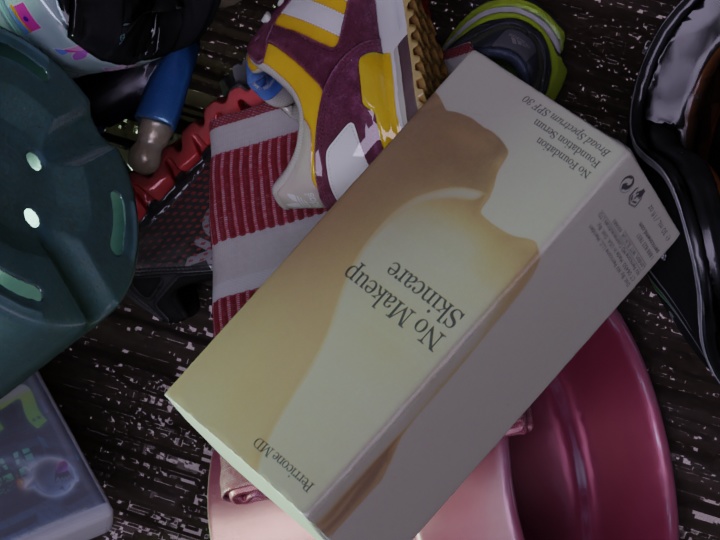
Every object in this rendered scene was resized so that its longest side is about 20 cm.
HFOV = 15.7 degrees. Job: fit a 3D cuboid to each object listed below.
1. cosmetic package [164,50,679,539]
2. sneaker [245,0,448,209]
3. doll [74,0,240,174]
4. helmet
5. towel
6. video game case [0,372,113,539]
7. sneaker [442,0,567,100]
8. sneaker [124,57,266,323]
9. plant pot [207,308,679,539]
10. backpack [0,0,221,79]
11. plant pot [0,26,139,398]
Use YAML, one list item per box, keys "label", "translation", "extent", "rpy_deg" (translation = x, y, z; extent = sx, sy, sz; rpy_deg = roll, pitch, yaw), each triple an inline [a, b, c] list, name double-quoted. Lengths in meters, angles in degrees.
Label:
- label: "cosmetic package"
  translation: [0.026, 0.018, 1.092]
  extent: [0.200, 0.071, 0.105]
  rpy_deg: [-49, 52, -8]
- label: "sneaker"
  translation: [-0.014, -0.121, 1.191]
  extent: [0.090, 0.075, 0.201]
  rpy_deg: [-15, 56, 13]
- label: "doll"
  translation: [-0.130, -0.097, 1.274]
  extent: [0.200, 0.048, 0.137]
  rpy_deg: [-36, 53, 9]
- label: "helmet"
  translation: [0.210, -0.042, 1.181]
  extent: [0.199, 0.191, 0.201]
  rpy_deg: [-2, 132, -3]
- label: "towel"
  translation: [0.000, 0.000, 1.175]
  extent: [0.143, 0.023, 0.201]
  rpy_deg: [-15, 57, 16]
- label: "video game case"
  translation: [-0.247, 0.086, 1.270]
  extent: [0.199, 0.023, 0.182]
  rpy_deg: [-21, 62, -22]
- label: "sneaker"
  translation: [0.025, -0.045, 1.267]
  extent: [0.074, 0.081, 0.201]
  rpy_deg: [33, 103, 3]
- label: "sneaker"
  translation: [-0.051, -0.047, 1.285]
  extent: [0.200, 0.071, 0.098]
  rpy_deg: [-39, 91, 16]
- label: "plant pot"
  translation: [0.034, 0.109, 1.247]
  extent: [0.178, 0.200, 0.201]
  rpy_deg: [-11, 98, 28]
- label: "backpack"
  translation: [-0.135, -0.186, 1.197]
  extent: [0.126, 0.166, 0.201]
  rpy_deg: [-3, 91, 41]
- label: "plant pot"
  translation: [-0.215, -0.003, 1.153]
  extent: [0.196, 0.200, 0.201]
  rpy_deg: [-30, 94, 34]
